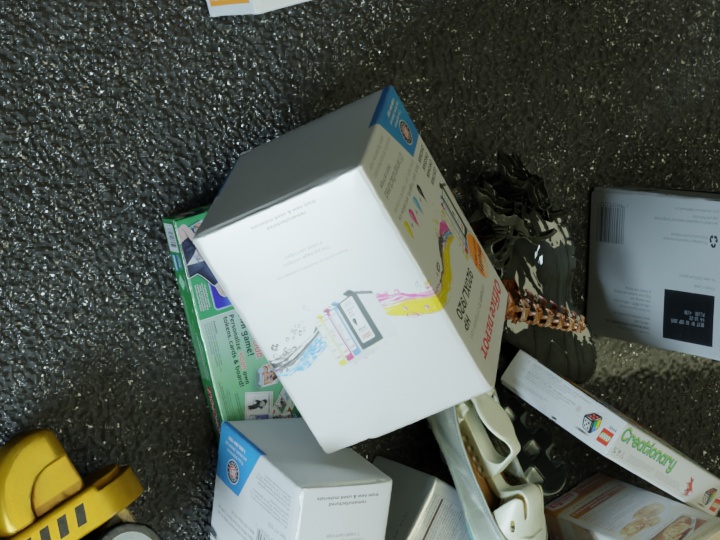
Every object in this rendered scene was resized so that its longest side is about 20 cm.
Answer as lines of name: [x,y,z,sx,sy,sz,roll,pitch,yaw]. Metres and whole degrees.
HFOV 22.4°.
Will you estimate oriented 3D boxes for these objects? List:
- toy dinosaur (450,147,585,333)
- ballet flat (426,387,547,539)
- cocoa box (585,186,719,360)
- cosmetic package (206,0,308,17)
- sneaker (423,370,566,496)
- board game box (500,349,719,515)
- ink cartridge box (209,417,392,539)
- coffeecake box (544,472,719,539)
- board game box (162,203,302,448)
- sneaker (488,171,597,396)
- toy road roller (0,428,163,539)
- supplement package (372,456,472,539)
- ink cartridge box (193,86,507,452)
toy dinosaur: [0.096,-0.019,1.482,0.199,0.102,0.136,24,122,-19]
ballet flat: [0.108,0.165,1.430,0.067,0.064,0.201,-21,85,-44]
cocoa box: [0.300,0.000,1.543,0.130,0.200,0.134,0,95,-26]
cosmetic package: [-0.090,-0.298,1.376,0.071,0.101,0.201,-18,102,-22]
sneaker: [0.081,0.117,1.523,0.074,0.088,0.201,-27,83,-46]
board game box: [0.215,0.138,1.519,0.200,0.126,0.035,31,93,-49]
ink cartridge box: [-0.055,0.231,1.407,0.085,0.146,0.201,-2,107,-28]
coffeecake box: [0.253,0.273,1.549,0.073,0.200,0.154,-28,107,-20]
board game box: [-0.071,0.037,1.461,0.134,0.029,0.201,-18,103,-24]
sneaker: [0.136,0.016,1.538,0.090,0.076,0.201,-21,103,-18]
toy road roller: [-0.250,0.207,1.346,0.199,0.123,0.147,-32,94,-20]
supplement package: [0.088,0.254,1.516,0.199,0.109,0.114,32,80,-25]
ink cartridge box: [0.000,0.000,1.359,0.144,0.147,0.201,-23,112,21]
